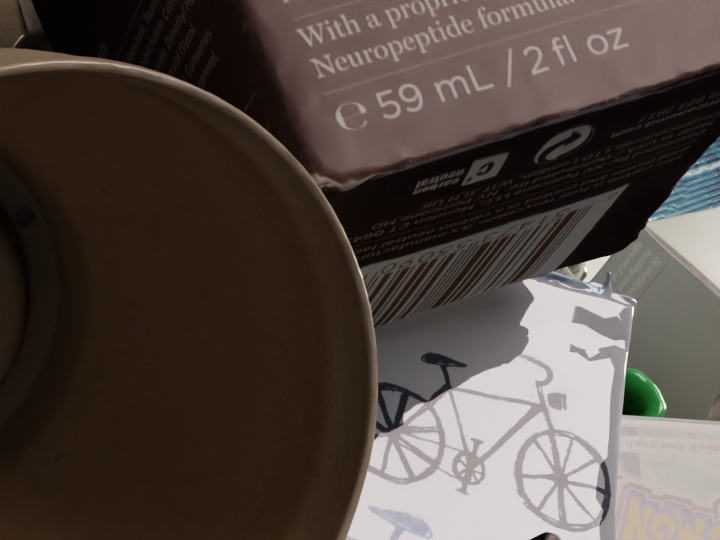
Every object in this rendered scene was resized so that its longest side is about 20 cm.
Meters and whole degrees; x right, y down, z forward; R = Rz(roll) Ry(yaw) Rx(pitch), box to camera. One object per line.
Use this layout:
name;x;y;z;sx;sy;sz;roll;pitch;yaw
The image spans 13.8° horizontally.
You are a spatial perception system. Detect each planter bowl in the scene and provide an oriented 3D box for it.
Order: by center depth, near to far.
planter bowl;-0.113;0.028;0.829;0.200;0.201;0.135;32;-2;-31

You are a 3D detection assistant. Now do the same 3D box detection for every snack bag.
snack bag;-0.001;0.069;0.972;0.188;0.021;0.201;17;60;-18

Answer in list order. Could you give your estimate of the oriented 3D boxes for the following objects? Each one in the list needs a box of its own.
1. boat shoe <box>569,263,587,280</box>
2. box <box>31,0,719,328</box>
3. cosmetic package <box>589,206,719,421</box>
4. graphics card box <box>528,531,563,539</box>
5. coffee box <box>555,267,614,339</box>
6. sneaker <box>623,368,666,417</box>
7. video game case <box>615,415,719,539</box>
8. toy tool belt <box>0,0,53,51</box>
boat shoe;0.064;-0.002;1.223;0.073;0.066;0.200;5;-13;-5
box;0.000;-0.099;0.931;0.166;0.164;0.200;-18;74;-22
cosmetic package;0.161;0.034;1.400;0.090;0.107;0.200;44;18;18
graphics card box;0.053;0.192;0.888;0.125;0.051;0.200;39;51;-14
coffee box;0.000;0.000;1.118;0.114;0.080;0.200;-1;34;-22
sneaker;0.054;0.058;1.192;0.074;0.084;0.200;54;26;21
video game case;0.111;0.139;1.017;0.199;0.023;0.183;5;68;-21
toy tool belt;-0.131;-0.081;1.094;0.122;0.125;0.200;3;33;-15
